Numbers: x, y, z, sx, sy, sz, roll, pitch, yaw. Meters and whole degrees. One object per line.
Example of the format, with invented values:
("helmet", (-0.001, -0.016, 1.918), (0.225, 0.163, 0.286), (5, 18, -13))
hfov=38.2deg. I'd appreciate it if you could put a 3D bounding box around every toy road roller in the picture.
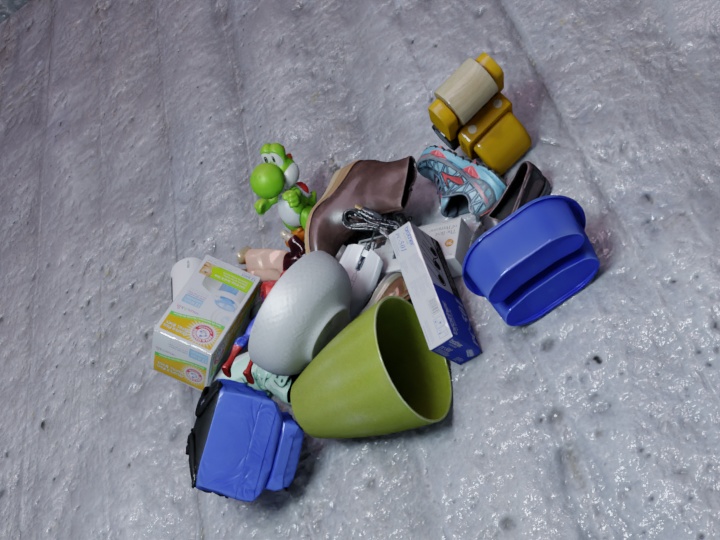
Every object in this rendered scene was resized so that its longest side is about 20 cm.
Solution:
("toy road roller", (0.199, -0.239, 1.668), (0.123, 0.200, 0.146), (-44, 77, 0))

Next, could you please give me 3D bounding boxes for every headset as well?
("headset", (0.008, -0.099, 1.770), (0.198, 0.094, 0.124), (27, 75, 31))

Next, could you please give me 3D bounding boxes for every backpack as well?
("backpack", (-0.180, 0.258, 1.570), (0.165, 0.165, 0.200), (-70, 14, -5))

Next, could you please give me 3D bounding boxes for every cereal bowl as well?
("cereal bowl", (-0.076, 0.077, 1.564), (0.083, 0.201, 0.201), (33, 79, 20))

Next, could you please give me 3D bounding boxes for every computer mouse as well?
("computer mouse", (0.000, 0.000, 1.649), (0.108, 0.203, 0.044), (23, 28, 11))

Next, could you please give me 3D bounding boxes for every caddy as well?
("caddy", (0.240, -0.020, 1.478), (0.198, 0.142, 0.106), (-35, 44, 9))

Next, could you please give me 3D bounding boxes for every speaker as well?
("speaker", (-0.304, 0.074, 1.895), (0.080, 0.081, 0.202), (-29, 43, 16))

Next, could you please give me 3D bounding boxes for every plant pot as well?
("plant pot", (0.001, 0.163, 1.506), (0.198, 0.187, 0.190), (-28, 42, 29))

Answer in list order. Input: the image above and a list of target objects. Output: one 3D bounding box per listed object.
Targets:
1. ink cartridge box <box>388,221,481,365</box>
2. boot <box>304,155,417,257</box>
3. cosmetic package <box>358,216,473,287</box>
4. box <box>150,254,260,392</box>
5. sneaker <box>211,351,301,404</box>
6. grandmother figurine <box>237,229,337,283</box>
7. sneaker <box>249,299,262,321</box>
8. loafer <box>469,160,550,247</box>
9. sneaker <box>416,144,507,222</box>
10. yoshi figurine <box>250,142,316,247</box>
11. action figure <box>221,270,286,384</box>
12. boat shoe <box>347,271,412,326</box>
("ink cartridge box", (0.109, 0.033, 1.538), (0.044, 0.094, 0.203), (-31, 58, 21))
("boot", (0.000, -0.096, 1.687), (0.164, 0.072, 0.203), (-4, 59, 40))
("cosmetic package", (0.081, -0.022, 1.680), (0.197, 0.051, 0.084), (-13, 50, 32))
("box", (-0.260, 0.088, 1.755), (0.111, 0.102, 0.201), (22, 44, 7))
("sneaker", (-0.161, 0.187, 1.684), (0.199, 0.074, 0.119), (-38, 37, 5))
("grandmother figurine", (-0.124, -0.010, 1.820), (0.197, 0.124, 0.060), (4, 19, 30))
("sneaker", (-0.100, 0.067, 1.751), (0.198, 0.075, 0.080), (-31, 51, 28))
("loafer", (0.216, -0.080, 1.607), (0.071, 0.063, 0.201), (24, 73, 47))
("sneaker", (0.148, -0.138, 1.701), (0.096, 0.079, 0.199), (-53, 41, -8))
("yoshi figurine", (-0.136, -0.120, 1.815), (0.111, 0.202, 0.113), (-21, 29, 5))
("action figure", (-0.150, 0.096, 1.663), (0.064, 0.100, 0.202), (13, 60, 18))
("boat shoe", (0.030, 0.097, 1.607), (0.071, 0.076, 0.202), (26, 82, 38))
